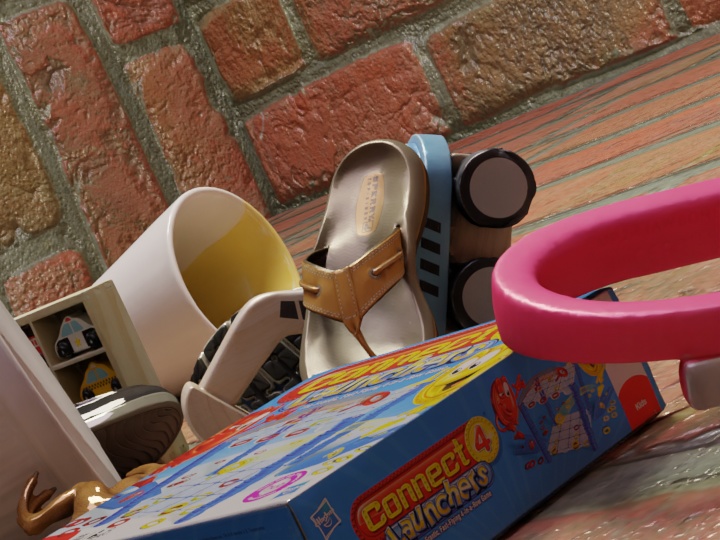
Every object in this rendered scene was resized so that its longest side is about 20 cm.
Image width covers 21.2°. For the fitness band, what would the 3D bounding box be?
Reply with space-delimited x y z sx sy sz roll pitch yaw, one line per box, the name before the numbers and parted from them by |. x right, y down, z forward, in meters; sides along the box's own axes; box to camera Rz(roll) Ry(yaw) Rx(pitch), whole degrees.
fitness band | 0.147 -0.002 0.710 0.199 0.038 0.144 -12 20 -7

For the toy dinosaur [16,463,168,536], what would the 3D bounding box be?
toy dinosaur | -0.129 0.125 0.933 0.200 0.061 0.106 -29 8 -39

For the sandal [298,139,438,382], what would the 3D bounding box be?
sandal | 0.000 0.000 1.057 0.080 0.054 0.201 -12 52 20

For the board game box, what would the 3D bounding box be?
board game box | -0.012 0.087 0.774 0.199 0.056 0.195 -20 8 47

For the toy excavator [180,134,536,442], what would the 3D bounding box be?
toy excavator | -0.005 0.013 1.160 0.199 0.196 0.100 3 2 -8

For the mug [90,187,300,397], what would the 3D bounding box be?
mug | -0.136 0.044 1.562 0.153 0.186 0.150 -32 33 32

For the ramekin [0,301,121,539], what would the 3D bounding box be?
ramekin | -0.216 0.082 1.065 0.094 0.203 0.202 -35 6 -7

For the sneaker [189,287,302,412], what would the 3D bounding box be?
sneaker | -0.021 0.044 1.253 0.199 0.079 0.089 -33 -17 -12

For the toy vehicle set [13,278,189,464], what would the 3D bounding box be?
toy vehicle set | -0.209 0.089 1.312 0.199 0.125 0.026 -20 6 45

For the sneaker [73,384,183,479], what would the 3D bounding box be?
sneaker | -0.217 0.102 1.218 0.199 0.106 0.075 -26 -37 -5
